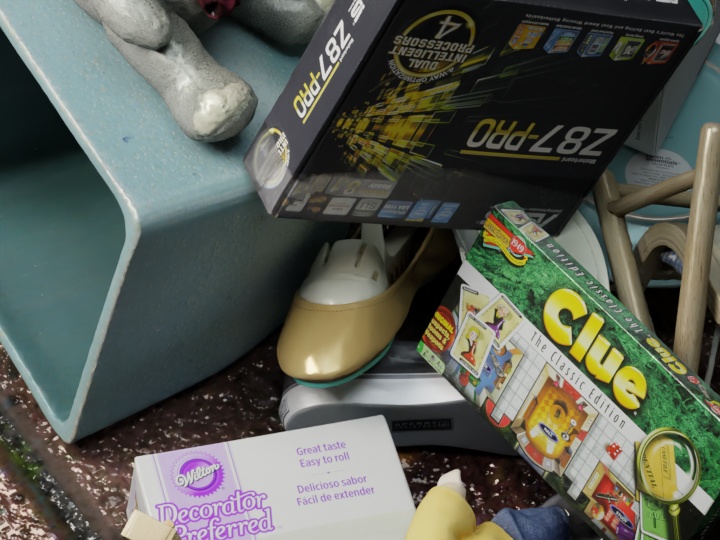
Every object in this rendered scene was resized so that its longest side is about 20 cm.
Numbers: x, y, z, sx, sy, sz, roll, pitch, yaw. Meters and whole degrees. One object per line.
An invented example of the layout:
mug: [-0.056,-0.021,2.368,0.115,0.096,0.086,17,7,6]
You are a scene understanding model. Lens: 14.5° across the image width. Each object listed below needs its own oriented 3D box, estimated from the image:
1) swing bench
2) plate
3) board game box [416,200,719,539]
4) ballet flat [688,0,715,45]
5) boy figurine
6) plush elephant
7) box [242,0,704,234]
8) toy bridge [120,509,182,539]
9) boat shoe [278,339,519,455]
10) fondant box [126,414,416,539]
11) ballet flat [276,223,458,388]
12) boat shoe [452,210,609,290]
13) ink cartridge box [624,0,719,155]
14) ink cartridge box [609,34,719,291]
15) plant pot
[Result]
swing bench: [0.246,0.036,1.568,0.199,0.130,0.200,5,76,-27]
plate: [0.171,-0.077,1.685,0.200,0.026,0.200,2,54,-3]
board game box: [0.118,0.065,1.495,0.023,0.105,0.200,-7,44,-49]
ballet flat: [0.101,-0.118,1.578,0.200,0.076,0.064,-29,29,7]
boy figurine: [0.069,0.160,1.472,0.200,0.064,0.124,-10,65,-55]
plush elephant: [-0.086,-0.200,1.491,0.200,0.155,0.165,38,38,8]
box: [0.059,-0.094,1.479,0.200,0.161,0.049,4,46,-37]
toy bridge: [-0.145,0.216,1.448,0.027,0.067,0.200,26,75,12]
boat shoe: [0.053,0.063,1.601,0.200,0.070,0.066,-2,56,0]
fondant box: [-0.032,0.183,1.501,0.144,0.058,0.200,-9,55,-15]
ballet flat: [0.000,0.000,1.593,0.069,0.063,0.200,1,23,19]
boat shoe: [0.093,-0.010,1.605,0.073,0.062,0.200,-23,56,-3]
ink cartridge box: [0.114,-0.177,1.685,0.200,0.083,0.146,22,60,14]
ink cartridge box: [0.147,-0.079,1.726,0.200,0.043,0.198,-12,56,-14]
plant pot: [-0.107,-0.055,1.592,0.200,0.196,0.196,-16,57,-32]
